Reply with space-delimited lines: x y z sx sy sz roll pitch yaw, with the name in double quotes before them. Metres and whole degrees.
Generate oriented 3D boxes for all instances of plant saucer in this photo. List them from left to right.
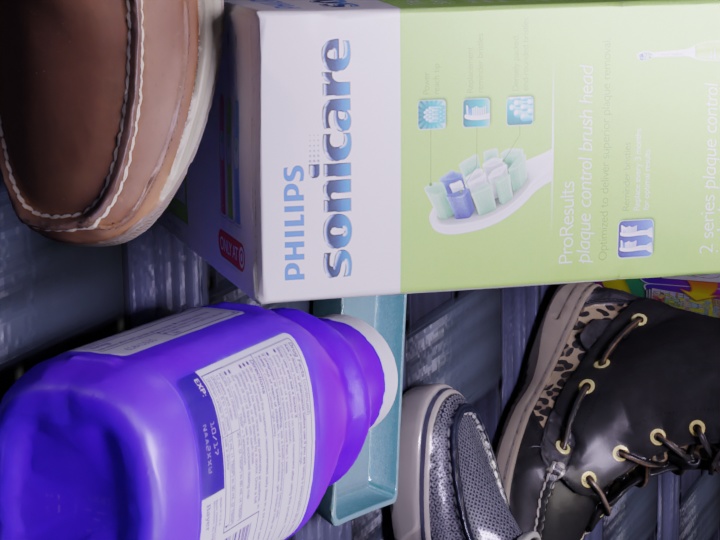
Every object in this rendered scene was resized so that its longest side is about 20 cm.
"plant saucer" 0.000 0.000 0.840 0.070 0.019 0.200 -7 101 -67

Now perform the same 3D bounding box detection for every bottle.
"bottle" -0.046 0.053 0.677 0.200 0.065 0.084 -22 115 -65

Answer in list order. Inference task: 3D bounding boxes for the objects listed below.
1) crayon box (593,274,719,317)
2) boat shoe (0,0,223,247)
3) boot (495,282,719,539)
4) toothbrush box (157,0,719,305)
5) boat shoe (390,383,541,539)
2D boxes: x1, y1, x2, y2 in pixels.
"crayon box" 0.202 -0.026 1.116 0.200 0.172 0.058 57 43 -56
"boat shoe" -0.085 -0.107 0.558 0.072 0.076 0.200 10 75 -64
"boot" 0.153 0.095 1.049 0.073 0.150 0.200 68 34 -47
"toothbrush box" 0.045 -0.049 0.648 0.146 0.200 0.086 -149 -122 -69
"boat shoe" 0.077 0.145 0.914 0.075 0.093 0.200 -23 102 -60
